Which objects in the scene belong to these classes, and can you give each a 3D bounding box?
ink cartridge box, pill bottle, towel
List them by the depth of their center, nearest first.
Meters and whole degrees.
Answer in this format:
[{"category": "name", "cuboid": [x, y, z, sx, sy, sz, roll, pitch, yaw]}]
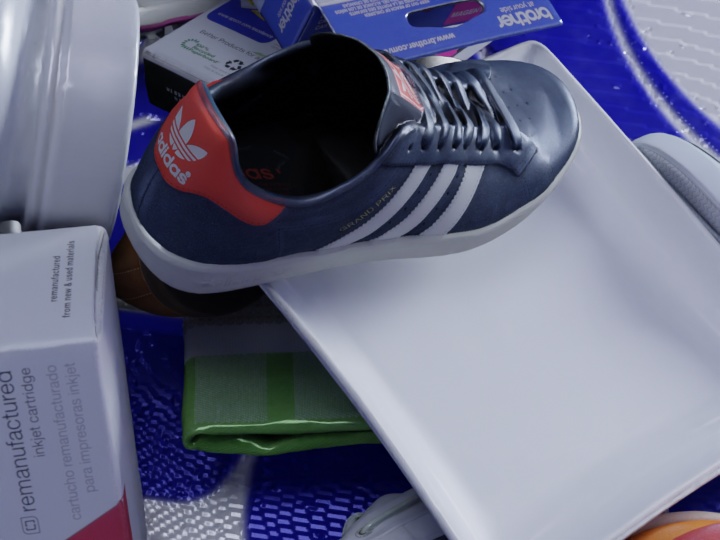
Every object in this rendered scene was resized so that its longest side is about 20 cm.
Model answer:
[{"category": "ink cartridge box", "cuboid": [-0.182, 0.074, 0.667, 0.197, 0.149, 0.086, -7, 31, -4]}, {"category": "pill bottle", "cuboid": [-0.187, -0.069, 0.682, 0.198, 0.115, 0.115, 7, 53, -13]}, {"category": "towel", "cuboid": [0.000, 0.000, 0.780, 0.147, 0.031, 0.201, -3, 43, 2]}, {"category": "ink cartridge box", "cuboid": [-0.011, -0.162, 0.794, 0.118, 0.042, 0.201, -16, 63, -35]}, {"category": "ink cartridge box", "cuboid": [0.001, -0.119, 0.862, 0.094, 0.037, 0.200, 28, 50, 31]}]

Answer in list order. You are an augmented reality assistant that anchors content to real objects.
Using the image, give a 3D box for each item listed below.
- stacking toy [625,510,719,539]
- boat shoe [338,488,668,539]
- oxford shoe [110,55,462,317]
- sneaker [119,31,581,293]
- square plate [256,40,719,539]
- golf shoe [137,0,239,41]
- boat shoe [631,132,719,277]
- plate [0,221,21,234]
[{"category": "stacking toy", "cuboid": [0.135, 0.129, 0.590, 0.144, 0.200, 0.148, 2, 68, -5]}, {"category": "boat shoe", "cuboid": [0.022, 0.119, 0.699, 0.198, 0.074, 0.067, -19, 40, -26]}, {"category": "oxford shoe", "cuboid": [-0.022, -0.038, 0.758, 0.199, 0.071, 0.072, -25, 98, -34]}, {"category": "sneaker", "cuboid": [0.012, -0.051, 0.660, 0.199, 0.085, 0.075, -20, 64, -34]}, {"category": "square plate", "cuboid": [0.060, 0.013, 0.706, 0.197, 0.029, 0.201, -25, 67, -36]}, {"category": "golf shoe", "cuboid": [-0.151, -0.152, 0.864, 0.197, 0.093, 0.075, -2, 17, -3]}, {"category": "boat shoe", "cuboid": [0.190, 0.012, 0.774, 0.071, 0.072, 0.200, -29, 66, -32]}, {"category": "plate", "cuboid": [-0.223, -0.088, 0.765, 0.197, 0.032, 0.202, 7, 62, -12]}]
